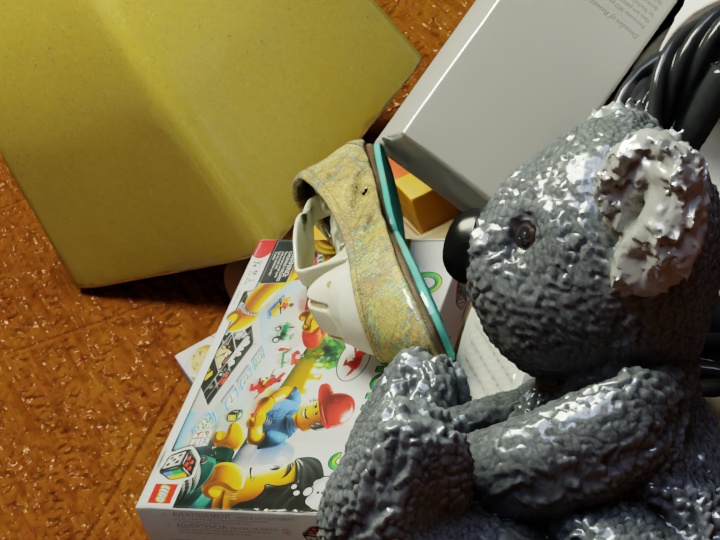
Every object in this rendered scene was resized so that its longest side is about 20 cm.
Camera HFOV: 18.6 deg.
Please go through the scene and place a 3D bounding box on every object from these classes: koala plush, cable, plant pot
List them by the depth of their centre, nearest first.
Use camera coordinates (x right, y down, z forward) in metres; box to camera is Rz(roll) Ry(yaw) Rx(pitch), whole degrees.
[{"bbox_3d":[0.096,0.028,0.910,0.183,0.201,0.177,14,6,2],"label":"koala plush"},{"bbox_3d":[0.187,-0.039,1.003,0.162,0.051,0.201,1,81,14],"label":"cable"},{"bbox_3d":[-0.122,-0.135,1.351,0.195,0.200,0.194,-9,35,45],"label":"plant pot"}]

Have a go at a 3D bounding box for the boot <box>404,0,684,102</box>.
[{"bbox_3d":[0.095,-0.125,1.332,0.200,0.077,0.168,-33,14,-6],"label":"boot"}]

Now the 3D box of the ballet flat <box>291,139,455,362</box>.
[{"bbox_3d":[0.000,0.000,1.127,0.070,0.071,0.200,-21,33,3],"label":"ballet flat"}]

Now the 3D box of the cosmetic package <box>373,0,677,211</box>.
[{"bbox_3d":[0.101,-0.128,1.192,0.200,0.085,0.108,-55,7,-3],"label":"cosmetic package"}]

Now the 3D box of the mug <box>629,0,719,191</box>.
[{"bbox_3d":[0.229,-0.125,1.149,0.199,0.148,0.176,-15,30,41],"label":"mug"}]

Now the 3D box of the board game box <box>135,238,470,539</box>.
[{"bbox_3d":[-0.024,0.062,1.144,0.126,0.035,0.201,-1,43,23],"label":"board game box"}]

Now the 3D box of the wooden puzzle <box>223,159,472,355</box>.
[{"bbox_3d":[0.030,-0.014,1.279,0.199,0.046,0.185,-30,36,-9],"label":"wooden puzzle"}]

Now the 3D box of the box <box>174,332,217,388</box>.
[{"bbox_3d":[-0.045,0.096,1.183,0.041,0.039,0.200,-30,36,-8],"label":"box"}]

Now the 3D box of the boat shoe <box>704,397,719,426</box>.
[{"bbox_3d":[0.159,0.084,1.028,0.072,0.062,0.201,4,75,1],"label":"boat shoe"}]

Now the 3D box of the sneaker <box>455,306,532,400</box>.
[{"bbox_3d":[0.102,0.063,1.076,0.075,0.105,0.201,-7,53,52],"label":"sneaker"}]
